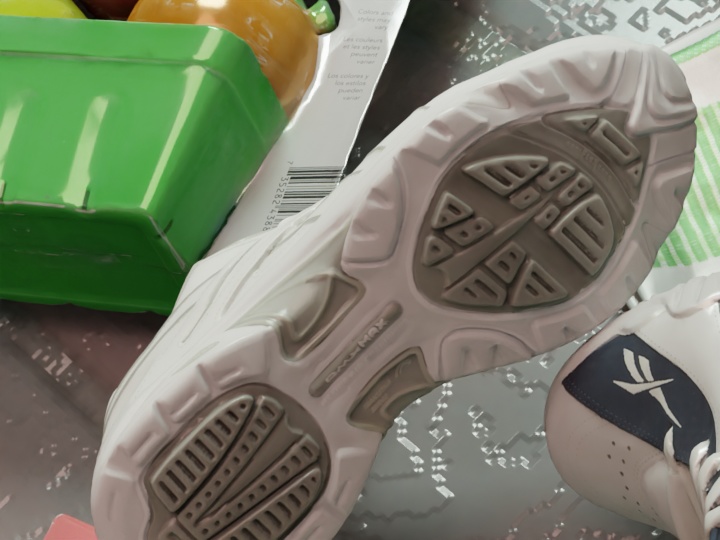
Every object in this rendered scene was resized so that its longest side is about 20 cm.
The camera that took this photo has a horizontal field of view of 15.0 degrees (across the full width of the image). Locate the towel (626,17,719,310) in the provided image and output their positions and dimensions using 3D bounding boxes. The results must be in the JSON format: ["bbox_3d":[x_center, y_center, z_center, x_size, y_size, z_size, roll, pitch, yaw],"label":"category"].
[{"bbox_3d":[0.150,-0.005,0.776,0.152,0.023,0.200,-26,53,3],"label":"towel"}]

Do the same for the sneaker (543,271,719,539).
[{"bbox_3d":[0.095,0.070,0.648,0.199,0.080,0.130,10,41,43],"label":"sneaker"}]

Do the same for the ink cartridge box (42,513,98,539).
[{"bbox_3d":[-0.021,0.156,0.712,0.200,0.068,0.117,19,68,30],"label":"ink cartridge box"}]

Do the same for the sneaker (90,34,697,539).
[{"bbox_3d":[0.000,0.000,0.742,0.200,0.078,0.099,-37,22,-5],"label":"sneaker"}]

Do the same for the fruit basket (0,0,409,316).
[{"bbox_3d":[-0.068,-0.079,0.880,0.185,0.094,0.200,4,52,23],"label":"fruit basket"}]
